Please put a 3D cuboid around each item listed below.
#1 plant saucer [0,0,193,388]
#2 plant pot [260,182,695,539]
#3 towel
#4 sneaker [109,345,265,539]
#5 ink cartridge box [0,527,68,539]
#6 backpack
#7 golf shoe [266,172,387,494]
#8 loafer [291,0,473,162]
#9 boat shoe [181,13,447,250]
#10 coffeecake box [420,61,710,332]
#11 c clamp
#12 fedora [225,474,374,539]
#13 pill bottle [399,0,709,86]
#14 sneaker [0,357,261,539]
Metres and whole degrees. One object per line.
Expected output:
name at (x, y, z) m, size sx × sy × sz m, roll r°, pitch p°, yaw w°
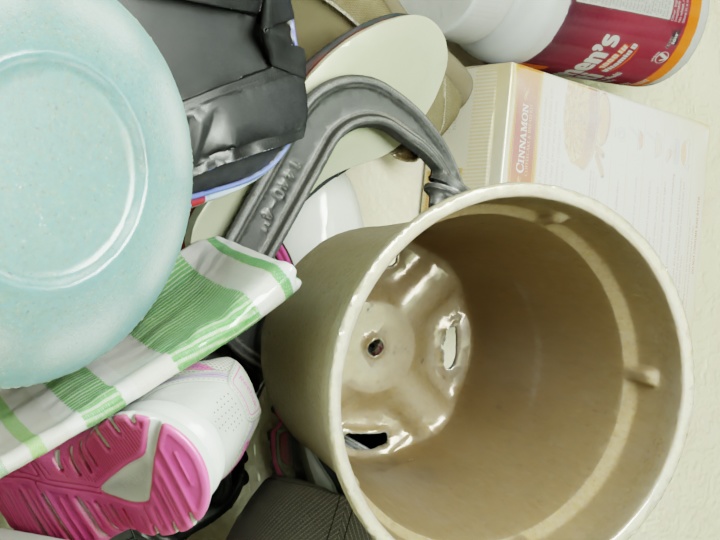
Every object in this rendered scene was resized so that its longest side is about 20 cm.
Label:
plant saucer at (-0.153, -0.045, 1.018) m, size 0.200 × 0.039 × 0.202 m, roll -2°, pitch 94°, yaw -37°
plant pot at (0.041, 0.049, 1.148) m, size 0.199 × 0.183 × 0.202 m, roll -3°, pitch 96°, yaw -23°
towel at (-0.132, 0.045, 1.104) m, size 0.199 × 0.152 × 0.023 m, roll -31°, pitch 106°, yaw -14°
sneaker at (-0.090, 0.085, 1.221) m, size 0.071 × 0.098 × 0.201 m, roll 52°, pitch 56°, yaw -27°
ink cartridge box at (-0.152, 0.237, 1.127) m, size 0.085 × 0.145 × 0.201 m, roll -37°, pitch 114°, yaw -35°
backpack at (-0.127, -0.109, 1.153) m, size 0.190 × 0.154 × 0.201 m, roll -9°, pitch 100°, yaw -33°
golf shoe at (-0.006, 0.036, 1.303) m, size 0.072 × 0.092 × 0.201 m, roll -5°, pitch 91°, yaw -42°
loafer at (-0.006, -0.130, 1.316) m, size 0.200 × 0.076 × 0.068 m, roll 32°, pitch 62°, yaw -38°
boat shoe at (-0.034, -0.076, 1.258) m, size 0.200 × 0.063 × 0.071 m, roll -45°, pitch 116°, yaw -12°
coffeecake box at (0.134, -0.038, 1.445) m, size 0.199 × 0.073 × 0.155 m, roll 12°, pitch 81°, yaw -42°
c clamp at (0.000, 0.000, 1.241) m, size 0.170 × 0.027 × 0.201 m, roll 26°, pitch 84°, yaw -24°
fedora at (-0.021, 0.172, 1.220) m, size 0.200 × 0.176 × 0.091 m, roll 86°, pitch 20°, yaw -66°
pill bottle at (0.120, -0.181, 1.408) m, size 0.199 × 0.109 × 0.110 m, roll 4°, pitch 87°, yaw -40°
sneaker at (-0.120, 0.093, 1.124) m, size 0.088 × 0.199 × 0.082 m, roll -38°, pitch 109°, yaw -42°
